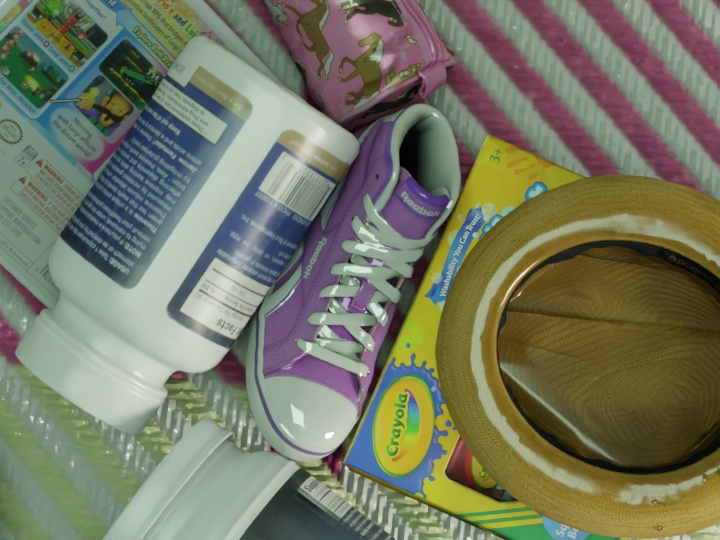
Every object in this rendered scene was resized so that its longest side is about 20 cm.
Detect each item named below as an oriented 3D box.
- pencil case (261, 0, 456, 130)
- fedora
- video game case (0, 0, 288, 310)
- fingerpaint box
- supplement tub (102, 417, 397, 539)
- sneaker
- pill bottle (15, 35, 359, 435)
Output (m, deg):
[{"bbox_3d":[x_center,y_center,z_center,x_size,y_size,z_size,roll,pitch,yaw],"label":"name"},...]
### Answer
[{"bbox_3d":[-0.022,-0.176,1.598,0.083,0.087,0.200,-26,86,-9],"label":"pencil case"},{"bbox_3d":[0.137,0.046,1.498,0.200,0.082,0.201,0,86,-4],"label":"fedora"},{"bbox_3d":[-0.142,-0.076,1.571,0.182,0.024,0.200,-46,119,-3],"label":"video game case"},{"bbox_3d":[0.105,0.051,1.575,0.167,0.073,0.200,24,85,4],"label":"fingerpaint box"},{"bbox_3d":[-0.040,0.187,1.534,0.200,0.140,0.140,36,87,5],"label":"supplement tub"},{"bbox_3d":[-0.001,0.000,1.535,0.073,0.114,0.201,22,66,-19],"label":"sneaker"},{"bbox_3d":[-0.097,-0.016,1.534,0.111,0.111,0.200,34,93,5],"label":"pill bottle"}]
